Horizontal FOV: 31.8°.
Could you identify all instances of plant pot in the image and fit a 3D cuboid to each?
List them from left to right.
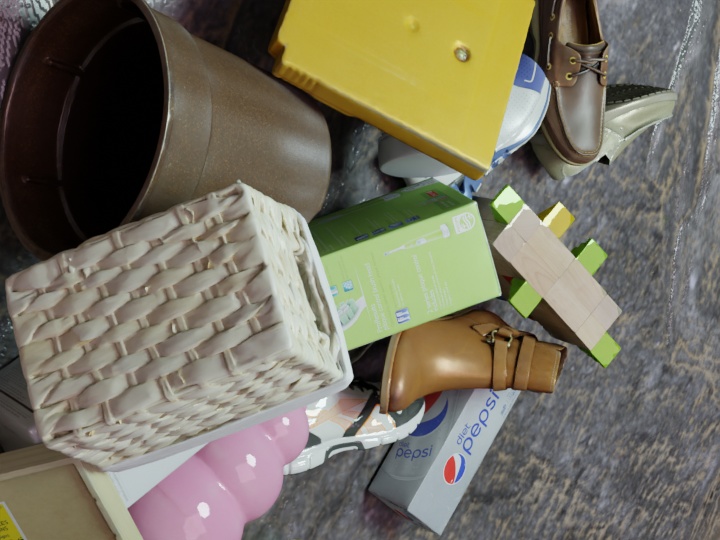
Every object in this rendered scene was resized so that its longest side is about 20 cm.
[{"bbox_3d":[-0.138,-0.092,0.967,0.197,0.199,0.203,11,93,-48],"label":"plant pot"}]

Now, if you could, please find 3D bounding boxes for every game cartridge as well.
[{"bbox_3d":[0.035,-0.190,1.019,0.198,0.032,0.178,25,63,-14],"label":"game cartridge"}]

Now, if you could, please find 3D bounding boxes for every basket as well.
[{"bbox_3d":[-0.124,0.041,0.853,0.123,0.198,0.137,37,33,-71],"label":"basket"}]

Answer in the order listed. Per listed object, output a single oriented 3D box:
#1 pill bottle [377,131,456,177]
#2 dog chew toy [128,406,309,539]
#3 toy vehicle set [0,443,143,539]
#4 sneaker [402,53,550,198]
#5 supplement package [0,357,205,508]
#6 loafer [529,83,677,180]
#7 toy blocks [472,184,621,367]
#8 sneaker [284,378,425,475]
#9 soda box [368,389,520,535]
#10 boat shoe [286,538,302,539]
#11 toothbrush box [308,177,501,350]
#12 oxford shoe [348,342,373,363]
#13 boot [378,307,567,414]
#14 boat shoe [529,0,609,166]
[{"bbox_3d":[0.052,-0.190,1.114,0.111,0.111,0.203,5,77,-41],"label":"pill bottle"},{"bbox_3d":[-0.123,0.172,1.072,0.200,0.124,0.125,-43,124,-21],"label":"dog chew toy"},{"bbox_3d":[-0.269,0.198,0.934,0.197,0.027,0.126,-15,118,11],"label":"toy vehicle set"},{"bbox_3d":[0.097,-0.152,1.219,0.200,0.080,0.116,-51,130,-18],"label":"sneaker"},{"bbox_3d":[-0.184,0.095,1.012,0.199,0.113,0.111,-37,122,-27],"label":"supplement package"},{"bbox_3d":[0.262,-0.152,1.371,0.198,0.075,0.069,-20,115,-26],"label":"loafer"},{"bbox_3d":[0.161,-0.001,1.238,0.200,0.136,0.100,45,80,-20],"label":"toy blocks"},{"bbox_3d":[-0.016,0.128,1.193,0.198,0.073,0.081,-15,108,-38],"label":"sneaker"},{"bbox_3d":[0.093,0.163,1.301,0.068,0.063,0.201,42,73,-40],"label":"soda box"},{"bbox_3d":[-0.098,0.348,1.183,0.068,0.073,0.203,9,94,-29],"label":"boat shoe"},{"bbox_3d":[0.000,0.000,1.074,0.197,0.146,0.087,-19,105,-8],"label":"toothbrush box"},{"bbox_3d":[0.017,0.029,1.184,0.199,0.058,0.076,-39,137,-15],"label":"oxford shoe"},{"bbox_3d":[0.107,0.096,1.193,0.200,0.153,0.078,-36,141,-65],"label":"boot"},{"bbox_3d":[0.214,-0.209,1.276,0.071,0.067,0.203,-3,83,-22],"label":"boat shoe"}]
